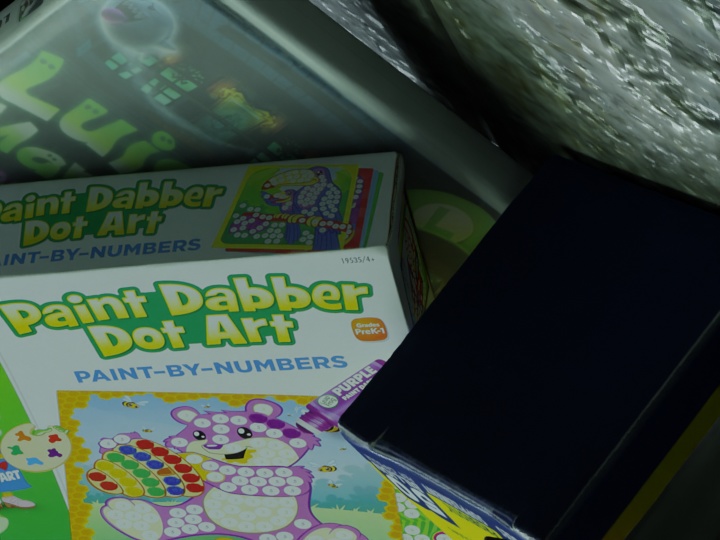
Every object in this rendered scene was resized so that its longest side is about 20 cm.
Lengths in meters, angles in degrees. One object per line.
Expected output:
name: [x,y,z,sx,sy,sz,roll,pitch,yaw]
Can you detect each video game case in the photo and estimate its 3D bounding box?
video game case: [-0.048,-0.011,0.883,0.200,0.023,0.182,36,131,-28]

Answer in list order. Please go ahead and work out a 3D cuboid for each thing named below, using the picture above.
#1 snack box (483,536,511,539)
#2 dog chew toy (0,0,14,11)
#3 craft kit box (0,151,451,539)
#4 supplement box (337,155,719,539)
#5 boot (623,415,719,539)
snack box: [0.130,0.109,0.725,0.200,0.024,0.072,9,-154,-10]
dog chew toy: [-0.143,-0.102,0.962,0.125,0.125,0.200,45,177,-34]
craft kit box: [-0.066,0.050,0.908,0.200,0.049,0.198,-5,135,13]
supplement box: [0.110,0.076,0.844,0.200,0.110,0.109,44,169,-34]
boot: [0.124,0.075,0.688,0.077,0.138,0.200,28,168,47]
